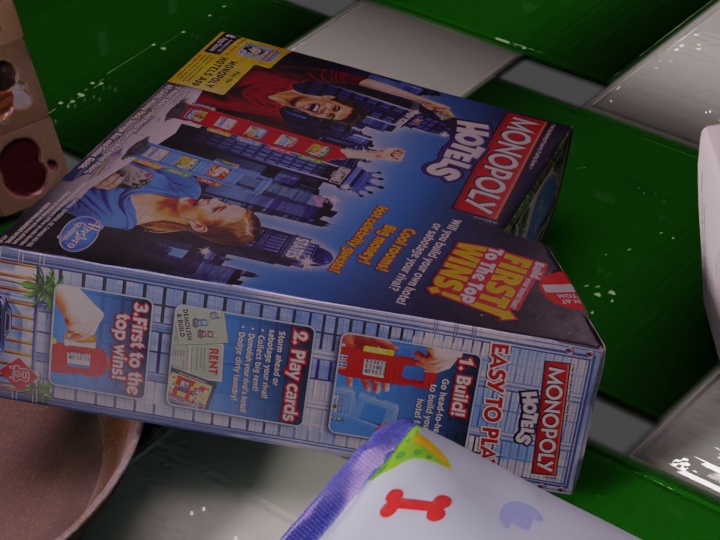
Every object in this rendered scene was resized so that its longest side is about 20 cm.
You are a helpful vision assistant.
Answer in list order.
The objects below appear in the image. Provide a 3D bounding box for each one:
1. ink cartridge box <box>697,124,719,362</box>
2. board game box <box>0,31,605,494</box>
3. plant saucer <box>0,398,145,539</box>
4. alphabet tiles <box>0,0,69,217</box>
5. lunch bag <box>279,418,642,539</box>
[{"bbox_3d":[0.195,0.030,0.686,0.146,0.086,0.201,-7,35,1],"label":"ink cartridge box"},{"bbox_3d":[0.000,0.000,0.767,0.198,0.062,0.200,17,32,13],"label":"board game box"},{"bbox_3d":[-0.170,0.067,0.751,0.198,0.032,0.201,-5,35,4],"label":"plant saucer"},{"bbox_3d":[-0.219,-0.097,0.848,0.166,0.202,0.008,-22,17,-19],"label":"alphabet tiles"},{"bbox_3d":[0.024,0.158,0.523,0.169,0.128,0.200,24,59,33],"label":"lunch bag"}]
